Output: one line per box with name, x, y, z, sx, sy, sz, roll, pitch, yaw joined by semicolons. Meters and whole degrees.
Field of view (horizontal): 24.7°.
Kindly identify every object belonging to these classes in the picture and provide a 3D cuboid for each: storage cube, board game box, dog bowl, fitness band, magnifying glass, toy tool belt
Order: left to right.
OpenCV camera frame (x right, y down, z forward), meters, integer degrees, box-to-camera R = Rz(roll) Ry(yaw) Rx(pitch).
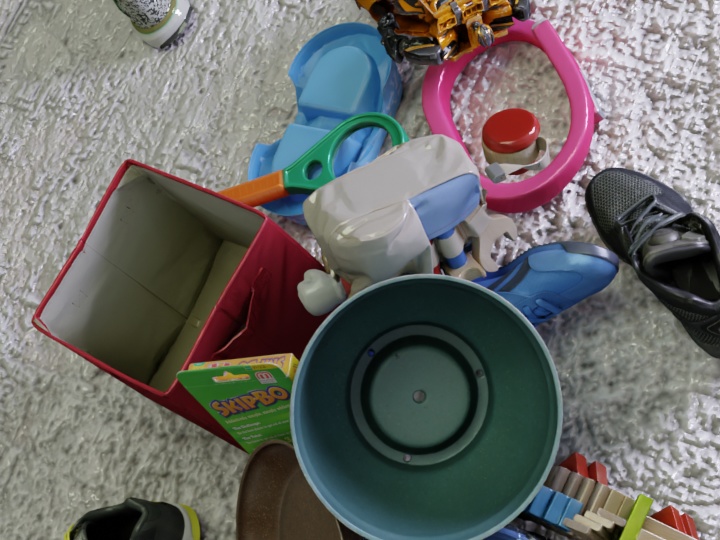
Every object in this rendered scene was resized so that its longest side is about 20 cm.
storage cube;-0.138;0.038;1.426;0.199;0.180;0.172;23;78;34
board game box;-0.061;0.123;1.326;0.095;0.200;0.030;-7;55;26
magnifying glass;-0.047;-0.085;1.475;0.198;0.022;0.080;-16;60;19
dog bowl;-0.028;-0.131;1.529;0.111;0.050;0.201;13;73;33
toy tool belt;0.060;-0.039;1.309;0.199;0.123;0.125;-26;43;-7
fitness band;0.131;-0.142;1.453;0.143;0.037;0.201;-32;54;12

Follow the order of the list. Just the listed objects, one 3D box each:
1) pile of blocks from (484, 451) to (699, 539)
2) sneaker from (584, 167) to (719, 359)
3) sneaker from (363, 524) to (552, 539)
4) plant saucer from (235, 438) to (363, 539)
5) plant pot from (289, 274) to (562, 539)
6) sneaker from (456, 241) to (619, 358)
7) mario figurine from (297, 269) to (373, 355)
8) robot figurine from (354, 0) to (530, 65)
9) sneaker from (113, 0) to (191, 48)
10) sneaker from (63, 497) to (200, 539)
pile of blocks;0.174;0.173;1.243;0.199;0.082;0.063;19;77;35
sneaker;0.236;-0.029;1.290;0.076;0.114;0.200;-34;52;4
sneaker;0.077;0.236;1.282;0.199;0.075;0.079;-5;74;35
plant saucer;-0.042;0.232;1.309;0.200;0.036;0.202;21;114;59
plant pot;0.048;0.101;1.257;0.198;0.134;0.202;0;92;0
sneaker;0.125;0.034;1.333;0.199;0.066;0.079;-18;51;39
mario figurine;0.000;0.000;1.401;0.105;0.123;0.202;17;88;-8
robot figurine;0.064;-0.255;1.500;0.144;0.059;0.200;-29;39;-13
sneaker;-0.248;-0.321;1.721;0.077;0.089;0.200;-43;53;4
sneaker;-0.240;0.247;1.437;0.199;0.085;0.075;-30;54;13
